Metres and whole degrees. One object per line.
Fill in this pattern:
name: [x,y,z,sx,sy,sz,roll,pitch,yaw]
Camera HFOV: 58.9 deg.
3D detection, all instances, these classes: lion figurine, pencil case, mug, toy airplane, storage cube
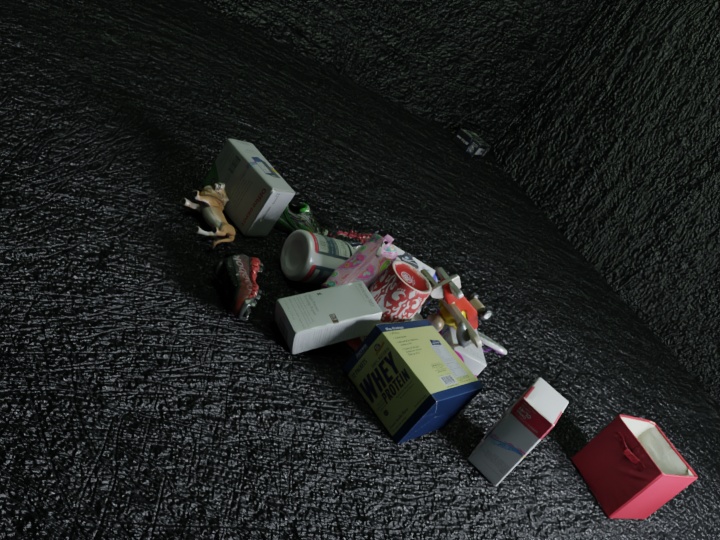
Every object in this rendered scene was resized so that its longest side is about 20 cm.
lion figurine: [-0.329,-0.118,1.452,0.122,0.072,0.201,20,41,-58]
pencil case: [0.000,0.000,1.466,0.087,0.088,0.200,42,69,11]
mug: [0.049,0.071,1.446,0.133,0.200,0.178,11,36,-42]
toy airplane: [0.205,0.088,1.487,0.199,0.141,0.200,48,9,-4]
storage cube: [0.665,0.483,1.565,0.199,0.180,0.171,16,32,-36]

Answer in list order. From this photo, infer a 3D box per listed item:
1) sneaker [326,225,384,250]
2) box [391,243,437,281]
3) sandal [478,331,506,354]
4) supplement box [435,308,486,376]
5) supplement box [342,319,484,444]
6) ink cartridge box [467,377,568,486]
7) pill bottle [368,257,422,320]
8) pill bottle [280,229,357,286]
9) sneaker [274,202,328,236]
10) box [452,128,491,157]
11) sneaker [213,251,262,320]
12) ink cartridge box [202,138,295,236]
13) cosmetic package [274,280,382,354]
sneaker: [0.002,-0.056,1.657,0.199,0.075,0.081,15,35,-12]
box: [0.112,0.016,1.728,0.199,0.119,0.041,31,-15,-16]
sandal: [0.307,0.190,1.766,0.202,0.050,0.082,28,9,10]
supplement box: [0.233,0.189,1.600,0.103,0.101,0.200,28,26,-17]
supplement box: [0.111,0.224,1.340,0.200,0.134,0.200,1,43,-52]
ink cartridge box: [0.335,0.340,1.356,0.086,0.200,0.147,43,25,15]
pill bottle: [0.085,0.069,1.590,0.112,0.112,0.201,12,44,-42]
pill bottle: [-0.080,-0.020,1.530,0.199,0.120,0.120,14,33,-41]
sneaker: [-0.141,-0.119,1.663,0.199,0.085,0.078,30,25,-16]
box: [0.667,-0.758,3.812,0.164,0.086,0.200,45,26,17]
sneaker: [-0.252,0.025,1.287,0.098,0.071,0.201,27,25,-22]
ink cartridge box: [-0.274,-0.200,1.554,0.200,0.146,0.087,48,26,25]
cosmetic package: [-0.067,0.094,1.322,0.199,0.074,0.102,-14,50,-26]
